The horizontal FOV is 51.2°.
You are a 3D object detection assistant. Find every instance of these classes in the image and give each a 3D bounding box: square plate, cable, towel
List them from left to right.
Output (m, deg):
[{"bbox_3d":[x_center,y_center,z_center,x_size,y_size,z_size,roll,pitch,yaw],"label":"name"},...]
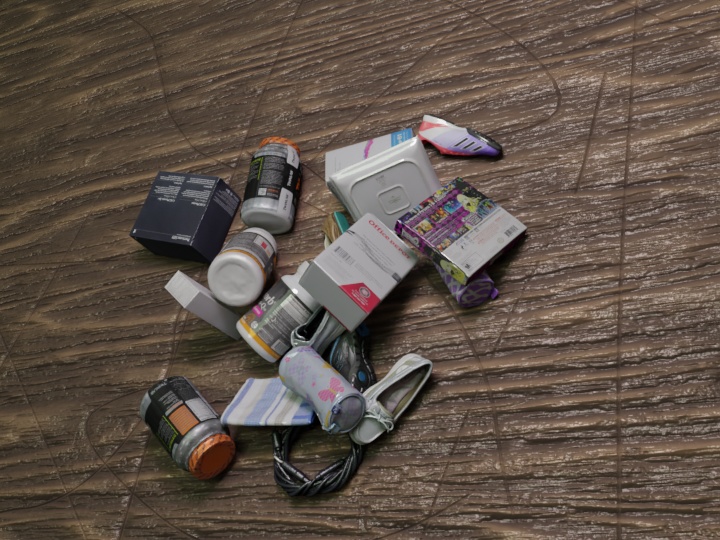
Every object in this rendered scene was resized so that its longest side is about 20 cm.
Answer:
[{"bbox_3d":[-0.164,0.256,1.481,0.198,0.024,0.147,-4,25,21],"label":"towel"},{"bbox_3d":[-0.081,0.344,1.428,0.198,0.051,0.164,-11,59,18],"label":"cable"},{"bbox_3d":[0.065,-0.150,1.528,0.199,0.199,0.029,-22,37,13],"label":"square plate"}]

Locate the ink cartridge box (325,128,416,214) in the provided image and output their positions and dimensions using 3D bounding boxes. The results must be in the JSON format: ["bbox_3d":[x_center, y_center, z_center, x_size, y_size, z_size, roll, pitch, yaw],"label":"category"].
[{"bbox_3d":[0.040,-0.206,1.598,0.198,0.145,0.085,-14,59,18],"label":"ink cartridge box"}]

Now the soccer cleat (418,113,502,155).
[{"bbox_3d":[0.211,-0.273,1.612,0.199,0.068,0.074,28,102,29],"label":"soccer cleat"}]

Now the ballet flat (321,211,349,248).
[{"bbox_3d":[-0.036,-0.037,1.602,0.072,0.068,0.201,-44,54,22],"label":"ballet flat"}]

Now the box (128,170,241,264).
[{"bbox_3d":[-0.417,-0.128,1.796,0.199,0.104,0.183,10,68,29],"label":"box"}]

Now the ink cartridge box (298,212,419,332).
[{"bbox_3d":[0.000,0.000,1.465,0.145,0.083,0.200,43,47,5],"label":"ink cartridge box"}]

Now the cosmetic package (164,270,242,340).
[{"bbox_3d":[-0.319,0.077,1.586,0.051,0.200,0.082,-48,56,-2],"label":"cosmetic package"}]

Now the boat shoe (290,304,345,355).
[{"bbox_3d":[-0.101,0.130,1.499,0.201,0.071,0.070,-48,36,27],"label":"boat shoe"}]

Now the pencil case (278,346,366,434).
[{"bbox_3d":[-0.074,0.220,1.401,0.200,0.083,0.091,37,96,47],"label":"pencil case"}]

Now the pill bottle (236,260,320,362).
[{"bbox_3d":[-0.151,0.083,1.556,0.200,0.116,0.116,-46,55,-3],"label":"pill bottle"}]

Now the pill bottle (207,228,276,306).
[{"bbox_3d":[-0.242,-0.014,1.589,0.116,0.117,0.200,-20,18,14],"label":"pill bottle"}]

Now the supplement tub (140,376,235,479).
[{"bbox_3d":[-0.346,0.316,1.514,0.123,0.123,0.200,-48,55,-4],"label":"supplement tub"}]

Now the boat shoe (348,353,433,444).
[{"bbox_3d":[0.056,0.239,1.392,0.202,0.075,0.065,-45,13,-12],"label":"boat shoe"}]

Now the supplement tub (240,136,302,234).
[{"bbox_3d":[-0.199,-0.195,1.718,0.122,0.123,0.202,-3,64,23],"label":"supplement tub"}]

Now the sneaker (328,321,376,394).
[{"bbox_3d":[-0.019,0.195,1.476,0.082,0.073,0.201,-25,50,31],"label":"sneaker"}]

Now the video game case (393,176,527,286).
[{"bbox_3d":[0.194,-0.080,1.447,0.181,0.036,0.200,39,53,19],"label":"video game case"}]

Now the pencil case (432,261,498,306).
[{"bbox_3d":[0.188,-0.023,1.479,0.084,0.085,0.201,-55,46,37],"label":"pencil case"}]
